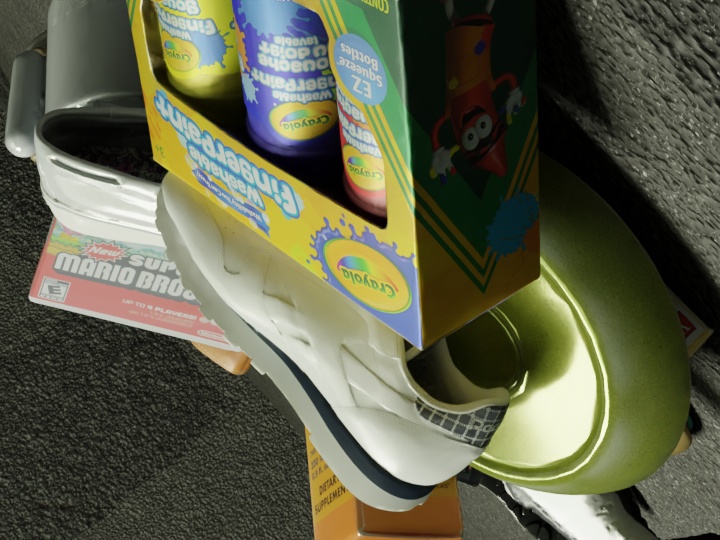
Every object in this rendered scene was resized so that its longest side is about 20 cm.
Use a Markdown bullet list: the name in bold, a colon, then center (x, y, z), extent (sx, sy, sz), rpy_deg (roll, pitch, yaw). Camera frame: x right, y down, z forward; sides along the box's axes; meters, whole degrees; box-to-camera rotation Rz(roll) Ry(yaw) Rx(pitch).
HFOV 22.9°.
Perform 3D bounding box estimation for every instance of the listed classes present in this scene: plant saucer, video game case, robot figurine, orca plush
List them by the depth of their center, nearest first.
- **plant saucer**: center (0.061, 0.028, 0.835), extent (0.200, 0.031, 0.200), rpy_deg (28, 137, 30)
- **orca plush**: center (0.109, 0.076, 0.915), extent (0.200, 0.071, 0.105), rpy_deg (38, 126, 22)
- **video game case**: center (-0.112, -0.020, 1.063), extent (0.143, 0.017, 0.200), rpy_deg (15, 145, -13)
- **robot figurine**: center (-0.144, -0.113, 1.129), extent (0.113, 0.169, 0.201), rpy_deg (61, -157, -64)

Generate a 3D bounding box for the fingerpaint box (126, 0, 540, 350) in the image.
- **fingerpaint box**: center (-0.019, -0.088, 0.746), extent (0.200, 0.073, 0.167), rpy_deg (35, 143, 39)

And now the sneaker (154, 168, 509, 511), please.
- **sneaker**: center (-0.014, 0.015, 0.835), extent (0.200, 0.081, 0.076), rpy_deg (47, -146, 8)

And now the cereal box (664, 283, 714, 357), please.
- **cereal box**: center (0.081, -0.017, 0.884), extent (0.200, 0.040, 0.144), rpy_deg (46, 171, 8)

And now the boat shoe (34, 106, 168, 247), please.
- **boat shoe**: center (-0.077, -0.053, 0.934), extent (0.199, 0.072, 0.069), rpy_deg (12, 147, 16)

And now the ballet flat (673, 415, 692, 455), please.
- **ballet flat**: center (0.124, 0.085, 1.030), extent (0.069, 0.063, 0.200), rpy_deg (51, 170, -16)

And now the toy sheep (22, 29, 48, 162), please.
- **toy sheep**: center (-0.240, -0.147, 1.543), extent (0.138, 0.138, 0.200), rpy_deg (46, 175, 16)

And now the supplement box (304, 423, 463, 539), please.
- **supplement box**: center (0.005, 0.058, 0.978), extent (0.067, 0.069, 0.201), rpy_deg (135, 136, -56)

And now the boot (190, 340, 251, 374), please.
- **boot**: center (-0.110, -0.037, 1.287), extent (0.200, 0.074, 0.155), rpy_deg (52, 130, 36)

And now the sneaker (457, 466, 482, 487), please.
- **sneaker**: center (0.059, 0.073, 1.021), extent (0.200, 0.075, 0.085), rpy_deg (110, 166, -51)

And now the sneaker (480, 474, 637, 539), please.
- **sneaker**: center (0.102, 0.123, 1.228), extent (0.200, 0.076, 0.088), rpy_deg (31, -174, -1)
